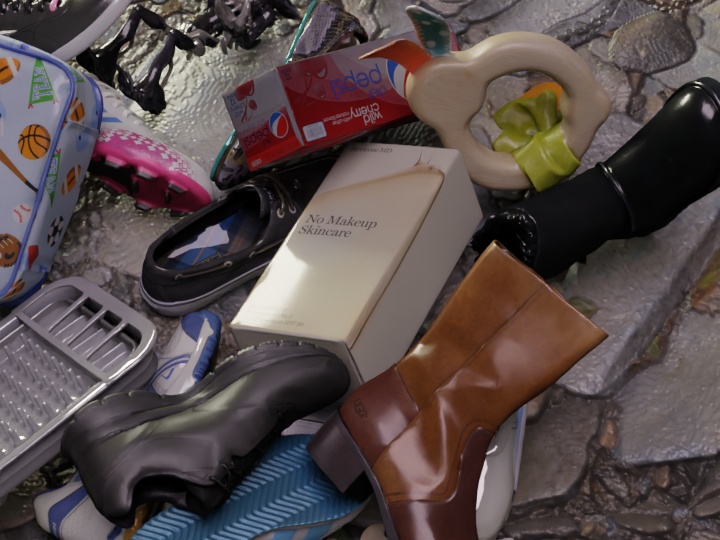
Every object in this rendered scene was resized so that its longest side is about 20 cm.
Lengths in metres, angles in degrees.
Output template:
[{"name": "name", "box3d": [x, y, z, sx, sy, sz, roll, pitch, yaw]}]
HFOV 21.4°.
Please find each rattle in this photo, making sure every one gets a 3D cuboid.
[{"name": "rattle", "box3d": [0.084, -0.156, 1.438, 0.199, 0.130, 0.143, 22, 42, -18]}]

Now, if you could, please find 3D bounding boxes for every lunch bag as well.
[{"name": "lunch bag", "box3d": [-0.286, -0.083, 1.410, 0.159, 0.076, 0.201, 19, 90, 14]}]

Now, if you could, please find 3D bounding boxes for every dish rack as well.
[{"name": "dish rack", "box3d": [-0.239, 0.094, 1.330, 0.200, 0.044, 0.171, -38, 33, -18]}]

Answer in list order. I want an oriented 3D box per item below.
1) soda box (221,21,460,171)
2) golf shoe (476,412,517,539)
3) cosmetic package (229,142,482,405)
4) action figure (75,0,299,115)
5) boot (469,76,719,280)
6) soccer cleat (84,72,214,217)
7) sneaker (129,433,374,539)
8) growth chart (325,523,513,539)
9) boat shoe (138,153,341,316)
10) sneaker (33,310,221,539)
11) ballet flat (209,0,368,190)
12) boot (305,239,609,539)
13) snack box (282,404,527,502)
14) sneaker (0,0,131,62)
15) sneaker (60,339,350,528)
[{"name": "soda box", "box3d": [-0.006, -0.133, 1.446, 0.199, 0.070, 0.064, -20, 89, -44]}, {"name": "golf shoe", "box3d": [0.079, 0.092, 1.330, 0.078, 0.097, 0.201, 7, 62, -2]}, {"name": "cosmetic package", "box3d": [0.000, 0.000, 1.387, 0.103, 0.073, 0.201, 5, 47, 30]}, {"name": "action figure", "box3d": [-0.128, -0.214, 1.524, 0.119, 0.102, 0.200, 36, 66, 25]}, {"name": "boot", "box3d": [0.174, -0.054, 1.395, 0.162, 0.198, 0.074, -21, 73, -25]}, {"name": "soccer cleat", "box3d": [-0.195, -0.109, 1.470, 0.199, 0.070, 0.087, 19, 64, 12]}, {"name": "sneaker", "box3d": [-0.078, 0.179, 1.311, 0.199, 0.081, 0.077, -24, 62, -28]}, {"name": "growth chart", "box3d": [0.071, 0.244, 1.315, 0.198, 0.018, 0.146, 3, 59, -2]}, {"name": "boat shoe", "box3d": [-0.082, -0.040, 1.443, 0.199, 0.066, 0.070, -29, 65, -18]}, {"name": "sneaker", "box3d": [-0.163, 0.105, 1.350, 0.088, 0.075, 0.201, 19, 60, 8]}, {"name": "ballet flat", "box3d": [-0.046, -0.132, 1.495, 0.072, 0.072, 0.201, 22, 57, 10]}, {"name": "boot", "box3d": [0.091, 0.110, 1.271, 0.200, 0.068, 0.188, -45, 65, 4]}, {"name": "snack box", "box3d": [0.019, 0.115, 1.383, 0.198, 0.024, 0.072, 10, 59, 3]}, {"name": "sneaker", "box3d": [-0.272, -0.204, 1.458, 0.199, 0.099, 0.071, -18, 36, 24]}, {"name": "sneaker", "box3d": [-0.094, 0.114, 1.270, 0.199, 0.076, 0.091, -21, 57, -13]}]
